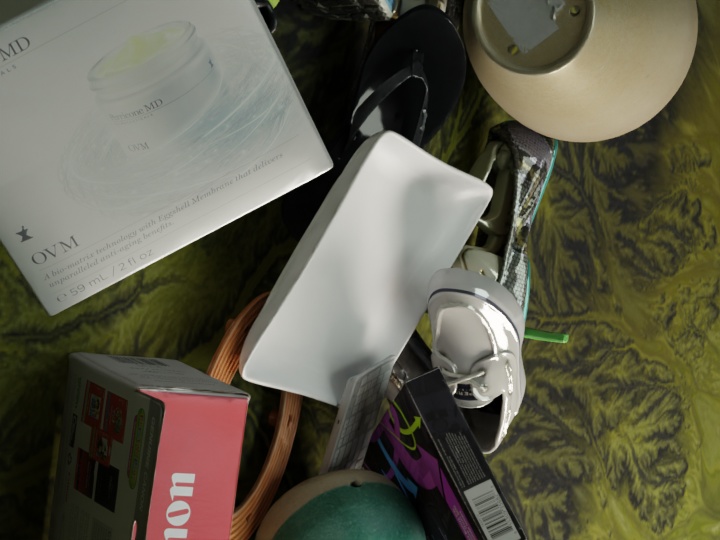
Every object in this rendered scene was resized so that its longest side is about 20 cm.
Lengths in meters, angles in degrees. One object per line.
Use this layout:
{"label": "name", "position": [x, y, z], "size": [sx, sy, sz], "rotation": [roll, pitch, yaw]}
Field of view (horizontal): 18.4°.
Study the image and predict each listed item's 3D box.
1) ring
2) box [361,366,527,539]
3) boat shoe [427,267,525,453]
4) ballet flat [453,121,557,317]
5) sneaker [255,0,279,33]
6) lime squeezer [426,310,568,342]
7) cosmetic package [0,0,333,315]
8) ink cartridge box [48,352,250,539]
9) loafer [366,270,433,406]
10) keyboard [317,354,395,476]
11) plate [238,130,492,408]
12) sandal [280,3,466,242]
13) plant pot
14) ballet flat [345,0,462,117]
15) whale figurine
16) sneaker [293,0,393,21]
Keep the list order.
{"label": "ring", "position": [-0.087, 0.111, 1.599], "size": [0.200, 0.019, 0.202], "rotation": [13, 90, -71]}
{"label": "box", "position": [0.057, 0.172, 1.681], "size": [0.036, 0.144, 0.200], "rotation": [-23, 164, -17]}
{"label": "boat shoe", "position": [0.085, 0.072, 1.692], "size": [0.200, 0.071, 0.066], "rotation": [79, 24, -57]}
{"label": "ballet flat", "position": [0.108, -0.028, 1.838], "size": [0.072, 0.072, 0.202], "rotation": [13, 88, -55]}
{"label": "sneaker", "position": [-0.122, -0.115, 1.456], "size": [0.072, 0.083, 0.201], "rotation": [42, 72, -37]}
{"label": "lime squeezer", "position": [0.076, 0.009, 1.740], "size": [0.071, 0.200, 0.038], "rotation": [-44, 157, 3]}
{"label": "cosmetic package", "position": [-0.152, -0.116, 1.320], "size": [0.198, 0.123, 0.201], "rotation": [-28, 129, 0]}
{"label": "ink cartridge box", "position": [-0.136, 0.168, 1.438], "size": [0.083, 0.175, 0.202], "rotation": [5, 96, -26]}
{"label": "loafer", "position": [0.015, 0.066, 1.740], "size": [0.072, 0.073, 0.201], "rotation": [-31, 121, -20]}
{"label": "keyboard", "position": [-0.014, 0.155, 1.701], "size": [0.056, 0.011, 0.201], "rotation": [-21, 137, -48]}
{"label": "plate", "position": [0.000, 0.000, 1.606], "size": [0.200, 0.032, 0.200], "rotation": [-59, 152, 5]}
{"label": "sandal", "position": [0.016, -0.100, 1.634], "size": [0.076, 0.043, 0.201], "rotation": [29, 96, -15]}
{"label": "plant pot", "position": [0.151, -0.192, 1.702], "size": [0.200, 0.186, 0.189], "rotation": [-12, 110, -73]}
{"label": "ballet flat", "position": [0.035, -0.171, 1.684], "size": [0.072, 0.072, 0.202], "rotation": [16, 86, -55]}
{"label": "whale figurine", "position": [-0.017, 0.249, 1.676], "size": [0.158, 0.104, 0.201], "rotation": [-4, 123, -30]}
{"label": "sneaker", "position": [-0.022, -0.254, 1.587], "size": [0.200, 0.078, 0.090], "rotation": [53, 53, -47]}
